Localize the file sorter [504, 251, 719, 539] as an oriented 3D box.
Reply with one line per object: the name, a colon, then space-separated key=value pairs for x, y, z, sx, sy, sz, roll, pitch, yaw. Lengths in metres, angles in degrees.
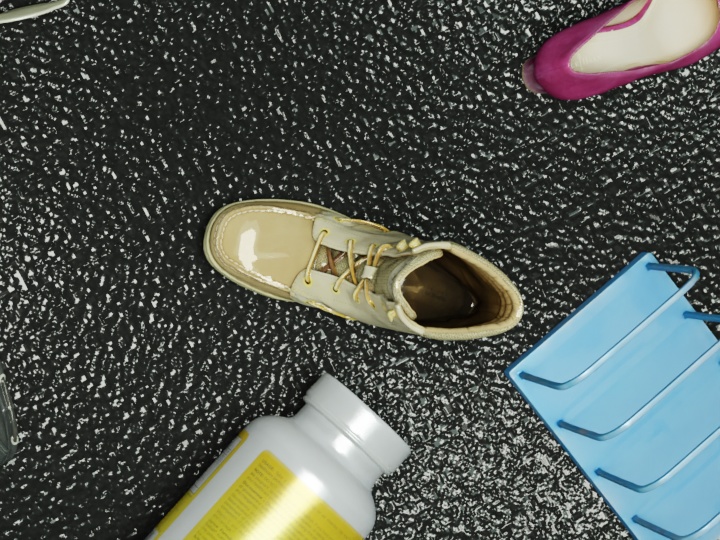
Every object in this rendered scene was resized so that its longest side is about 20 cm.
file sorter: x=0.229 y=0.108 z=1.362 sx=0.139 sy=0.123 sz=0.200 roll=-40 pitch=99 yaw=-9

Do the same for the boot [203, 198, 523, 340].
boot: x=0.000 y=0.000 z=1.291 sx=0.200 sy=0.155 sz=0.073 roll=19 pitch=88 yaw=-12

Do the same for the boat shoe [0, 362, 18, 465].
boat shoe: x=-0.276 y=0.040 z=1.283 sx=0.069 sy=0.057 sz=0.200 roll=-19 pitch=80 yaw=23

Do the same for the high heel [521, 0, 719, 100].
high heel: x=0.212 y=-0.172 z=1.360 sx=0.200 sy=0.096 sz=0.067 roll=-17 pitch=95 yaw=-11

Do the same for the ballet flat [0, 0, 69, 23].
ballet flat: x=-0.204 y=-0.215 z=1.291 sx=0.200 sy=0.069 sz=0.071 roll=-31 pitch=116 yaw=-5

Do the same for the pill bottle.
pill bottle: x=-0.061 y=0.170 z=1.306 sx=0.112 sy=0.112 sz=0.200 roll=44 pitch=84 yaw=-10
